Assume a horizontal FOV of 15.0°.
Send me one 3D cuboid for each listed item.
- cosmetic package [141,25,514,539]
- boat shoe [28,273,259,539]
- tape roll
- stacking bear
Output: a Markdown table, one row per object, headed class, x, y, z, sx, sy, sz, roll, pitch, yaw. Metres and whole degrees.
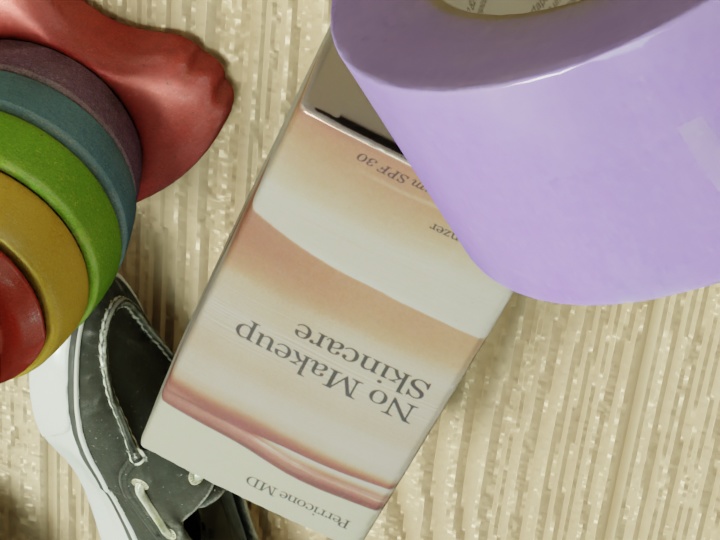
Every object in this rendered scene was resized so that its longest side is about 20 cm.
| class | x | y | z | sx | sy | sz | roll | pitch | yaw |
| --- | --- | --- | --- | --- | --- | --- | --- | --- | --- |
| cosmetic package | 0.000 | 0.000 | 1.018 | 0.103 | 0.087 | 0.200 | 24 | 136 | -2 |
| boat shoe | -0.082 | 0.070 | 1.131 | 0.063 | 0.071 | 0.200 | 9 | 142 | 22 |
| tape roll | 0.096 | -0.088 | 0.817 | 0.200 | 0.200 | 0.085 | -14 | 125 | 32 |
| stacking bear | -0.143 | -0.006 | 0.990 | 0.121 | 0.200 | 0.114 | 30 | 135 | -7 |
